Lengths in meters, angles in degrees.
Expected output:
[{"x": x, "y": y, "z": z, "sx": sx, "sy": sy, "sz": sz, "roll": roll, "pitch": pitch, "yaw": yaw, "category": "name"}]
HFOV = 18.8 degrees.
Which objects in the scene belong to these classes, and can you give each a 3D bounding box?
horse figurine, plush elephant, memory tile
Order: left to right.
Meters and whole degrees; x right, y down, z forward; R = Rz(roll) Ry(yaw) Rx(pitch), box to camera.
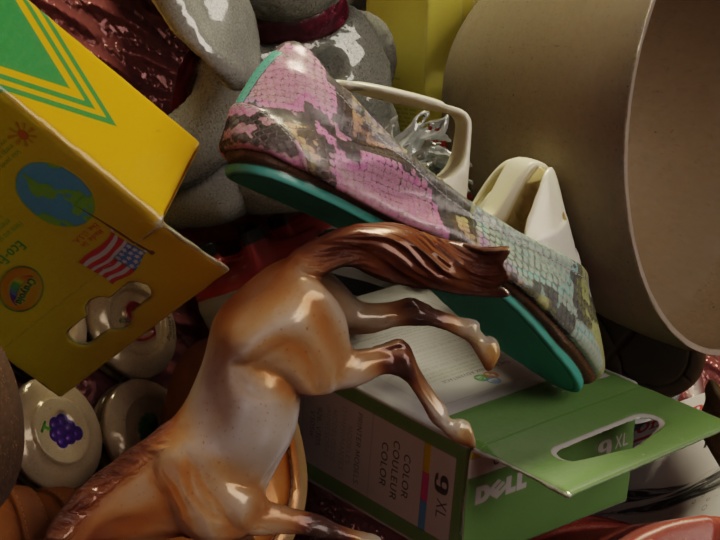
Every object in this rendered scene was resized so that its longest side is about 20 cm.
[{"x": -0.124, "y": 0.093, "z": 0.906, "sx": 0.152, "sy": 0.017, "sz": 0.202, "roll": 5, "pitch": 68, "yaw": -45, "category": "memory tile"}, {"x": -0.045, "y": -0.106, "z": 0.933, "sx": 0.164, "sy": 0.199, "sz": 0.156, "roll": -25, "pitch": 110, "yaw": -42, "category": "plush elephant"}, {"x": -0.026, "y": 0.058, "z": 0.817, "sx": 0.132, "sy": 0.201, "sz": 0.050, "roll": 28, "pitch": 9, "yaw": -21, "category": "horse figurine"}]

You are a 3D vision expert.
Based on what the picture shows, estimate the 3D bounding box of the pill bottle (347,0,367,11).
[{"x": -0.012, "y": -0.158, "z": 1.071, "sx": 0.199, "sy": 0.113, "sz": 0.115, "roll": 28, "pitch": 53, "yaw": -35, "category": "pill bottle"}]

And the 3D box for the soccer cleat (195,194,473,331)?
[{"x": 0.000, "y": 0.000, "z": 1.050, "sx": 0.199, "sy": 0.068, "sz": 0.086, "roll": -26, "pitch": 100, "yaw": -46, "category": "soccer cleat"}]

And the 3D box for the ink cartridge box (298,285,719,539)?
[{"x": 0.049, "y": 0.070, "z": 0.926, "sx": 0.103, "sy": 0.199, "sz": 0.060, "roll": -15, "pitch": 116, "yaw": -39, "category": "ink cartridge box"}]

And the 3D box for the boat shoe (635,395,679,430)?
[{"x": 0.090, "y": 0.054, "z": 1.111, "sx": 0.199, "sy": 0.068, "sz": 0.072, "roll": 14, "pitch": 61, "yaw": -42, "category": "boat shoe"}]

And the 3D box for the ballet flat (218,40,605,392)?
[{"x": 0.034, "y": -0.025, "z": 0.851, "sx": 0.199, "sy": 0.069, "sz": 0.072, "roll": 32, "pitch": 77, "yaw": -28, "category": "ballet flat"}]

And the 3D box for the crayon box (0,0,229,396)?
[{"x": -0.154, "y": -0.047, "z": 0.842, "sx": 0.200, "sy": 0.127, "sz": 0.051, "roll": 40, "pitch": 43, "yaw": -19, "category": "crayon box"}]

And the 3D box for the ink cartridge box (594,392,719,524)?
[{"x": 0.183, "y": 0.127, "z": 1.138, "sx": 0.068, "sy": 0.116, "sz": 0.201, "roll": 46, "pitch": 44, "yaw": -22, "category": "ink cartridge box"}]

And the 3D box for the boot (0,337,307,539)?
[{"x": -0.105, "y": 0.104, "z": 0.865, "sx": 0.154, "sy": 0.076, "sz": 0.202, "roll": 20, "pitch": 65, "yaw": -35, "category": "boot"}]

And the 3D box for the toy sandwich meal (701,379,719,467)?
[{"x": 0.224, "y": 0.115, "z": 0.981, "sx": 0.206, "sy": 0.070, "sz": 0.205, "roll": 54, "pitch": 7, "yaw": -10, "category": "toy sandwich meal"}]

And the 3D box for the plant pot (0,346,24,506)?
[{"x": -0.210, "y": 0.071, "z": 0.711, "sx": 0.199, "sy": 0.186, "sz": 0.188, "roll": -22, "pitch": 88, "yaw": -55, "category": "plant pot"}]

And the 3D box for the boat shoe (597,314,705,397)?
[{"x": 0.120, "y": -0.035, "z": 1.099, "sx": 0.076, "sy": 0.071, "sz": 0.202, "roll": -57, "pitch": 130, "yaw": -73, "category": "boat shoe"}]

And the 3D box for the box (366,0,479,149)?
[{"x": 0.044, "y": -0.141, "z": 1.012, "sx": 0.075, "sy": 0.050, "sz": 0.202, "roll": -3, "pitch": 101, "yaw": -38, "category": "box"}]

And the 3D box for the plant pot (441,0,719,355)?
[{"x": 0.115, "y": -0.074, "z": 0.957, "sx": 0.199, "sy": 0.134, "sz": 0.202, "roll": -16, "pitch": 111, "yaw": -49, "category": "plant pot"}]

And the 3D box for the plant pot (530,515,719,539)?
[{"x": 0.119, "y": 0.189, "z": 0.902, "sx": 0.199, "sy": 0.195, "sz": 0.203, "roll": 3, "pitch": 76, "yaw": -12, "category": "plant pot"}]
